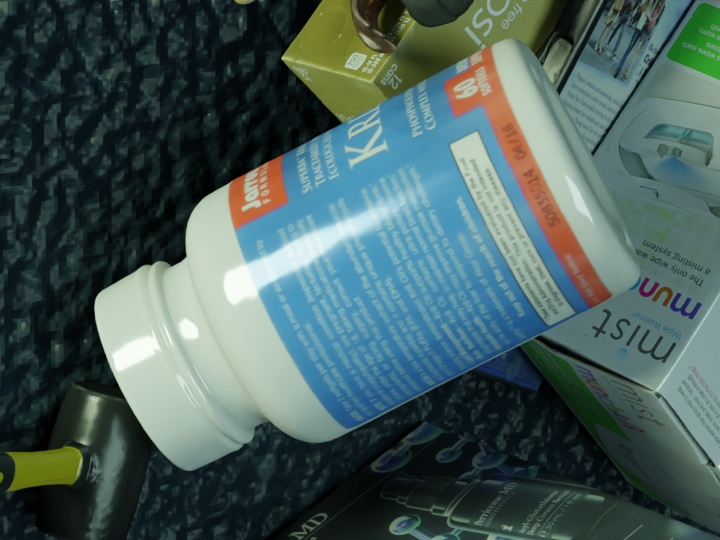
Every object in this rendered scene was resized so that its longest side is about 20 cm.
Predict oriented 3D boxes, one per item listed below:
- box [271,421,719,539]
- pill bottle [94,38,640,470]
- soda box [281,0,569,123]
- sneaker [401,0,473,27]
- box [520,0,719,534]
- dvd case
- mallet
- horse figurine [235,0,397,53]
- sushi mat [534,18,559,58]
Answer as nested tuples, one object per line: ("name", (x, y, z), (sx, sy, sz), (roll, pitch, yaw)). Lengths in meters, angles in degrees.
("box", (0.052, 0.167, 1.165), (0.148, 0.200, 0.107), (-36, 121, -26))
("pill bottle", (0.000, 0.000, 1.093), (0.200, 0.112, 0.112), (-27, 123, 9))
("soda box", (0.058, -0.144, 1.170), (0.064, 0.068, 0.200), (45, 74, -36))
("sneaker", (0.073, -0.192, 1.092), (0.076, 0.115, 0.200), (49, 43, -54))
("box", (0.173, 0.008, 1.247), (0.177, 0.097, 0.200), (-56, 147, -10))
("dvd case", (0.092, -0.045, 1.205), (0.200, 0.018, 0.143), (-62, 153, 3))
("mallet", (-0.135, 0.086, 1.048), (0.200, 0.041, 0.066), (-15, 117, -68))
("horse figurine", (-0.019, -0.189, 1.102), (0.133, 0.050, 0.200), (-38, 115, -44))
("sushi mat", (0.107, -0.119, 1.214), (0.200, 0.012, 0.096), (-55, 167, -12))
